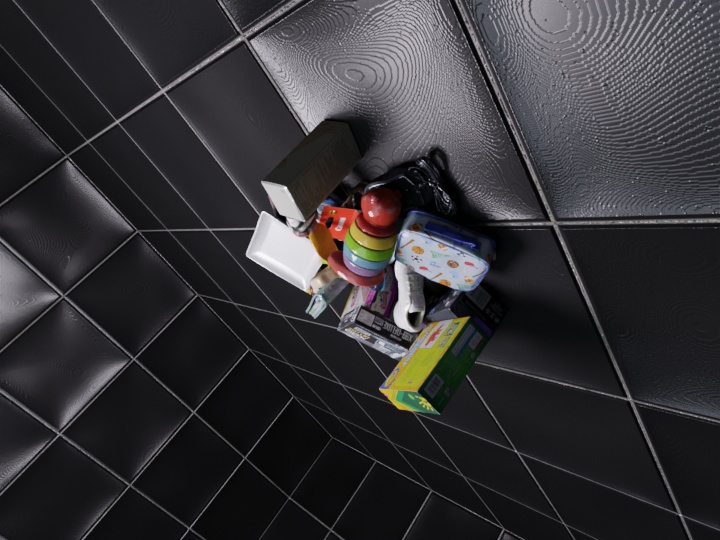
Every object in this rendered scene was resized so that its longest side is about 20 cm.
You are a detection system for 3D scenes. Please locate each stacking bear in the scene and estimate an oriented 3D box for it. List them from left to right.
[{"bbox_3d":[0.024,-0.076,1.025,0.114,0.121,0.201,54,140,38],"label":"stacking bear"}]

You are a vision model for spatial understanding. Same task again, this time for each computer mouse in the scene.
[{"bbox_3d":[0.094,-0.161,1.013,0.199,0.053,0.139,-6,132,44],"label":"computer mouse"}]

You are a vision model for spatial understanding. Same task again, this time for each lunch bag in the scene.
[{"bbox_3d":[0.170,-0.040,1.022,0.199,0.076,0.161,21,153,5],"label":"lunch bag"}]

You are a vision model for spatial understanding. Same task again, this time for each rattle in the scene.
[{"bbox_3d":[-0.095,-0.031,1.236,0.143,0.130,0.200,40,-179,-8],"label":"rattle"}]

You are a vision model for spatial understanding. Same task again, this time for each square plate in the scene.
[{"bbox_3d":[-0.197,-0.052,1.364,0.199,0.029,0.198,31,137,-4],"label":"square plate"}]

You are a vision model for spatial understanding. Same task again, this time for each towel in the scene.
[{"bbox_3d":[-0.075,0.047,1.438,0.048,0.171,0.200,42,156,-1],"label":"towel"}]

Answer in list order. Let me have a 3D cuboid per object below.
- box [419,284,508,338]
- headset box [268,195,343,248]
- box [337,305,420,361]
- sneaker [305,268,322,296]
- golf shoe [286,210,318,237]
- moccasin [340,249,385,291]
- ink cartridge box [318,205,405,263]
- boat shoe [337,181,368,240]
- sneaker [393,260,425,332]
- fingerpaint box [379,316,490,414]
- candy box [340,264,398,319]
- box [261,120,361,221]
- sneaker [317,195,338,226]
[{"bbox_3d":[0.227,0.112,1.198,0.122,0.106,0.200,45,155,-5],"label":"box"},{"bbox_3d":[-0.146,-0.140,1.343,0.199,0.077,0.149,27,152,23],"label":"headset box"},{"bbox_3d":[0.054,0.164,1.296,0.199,0.050,0.158,28,159,-11],"label":"box"},{"bbox_3d":[-0.127,0.035,1.619,0.090,0.075,0.200,28,160,5],"label":"sneaker"},{"bbox_3d":[-0.116,-0.178,1.109,0.072,0.201,0.092,3,159,11],"label":"golf shoe"},{"bbox_3d":[0.000,0.000,1.280,0.200,0.068,0.081,-138,55,-61],"label":"moccasin"},{"bbox_3d":[0.001,-0.079,1.162,0.198,0.048,0.160,8,157,-10],"label":"ink cartridge box"},{"bbox_3d":[-0.015,-0.129,1.187,0.070,0.070,0.200,41,154,8],"label":"boat shoe"},{"bbox_3d":[0.126,0.047,1.183,0.100,0.074,0.202,-151,59,-70],"label":"sneaker"},{"bbox_3d":[0.155,0.200,1.077,0.073,0.200,0.167,46,155,-10],"label":"fingerpaint box"},{"bbox_3d":[0.029,0.069,1.359,0.061,0.137,0.200,27,158,-16],"label":"candy box"},{"bbox_3d":[-0.094,-0.202,1.021,0.077,0.200,0.095,19,148,37],"label":"box"},{"bbox_3d":[-0.116,-0.197,1.223,0.200,0.077,0.085,49,118,24],"label":"sneaker"}]
